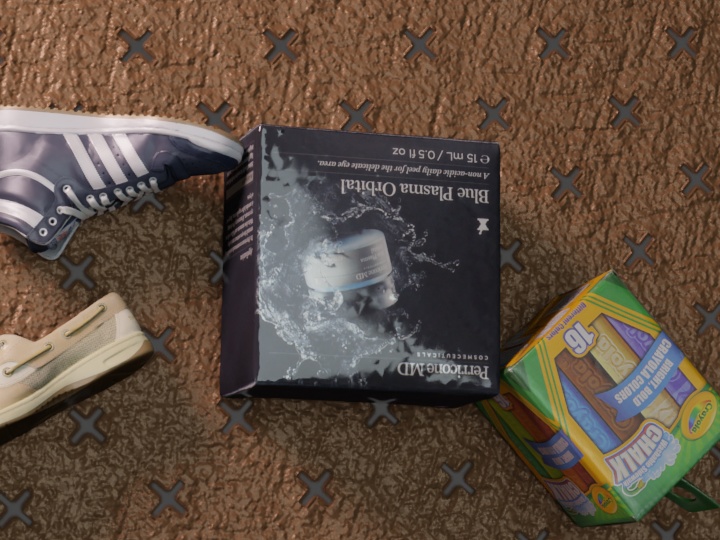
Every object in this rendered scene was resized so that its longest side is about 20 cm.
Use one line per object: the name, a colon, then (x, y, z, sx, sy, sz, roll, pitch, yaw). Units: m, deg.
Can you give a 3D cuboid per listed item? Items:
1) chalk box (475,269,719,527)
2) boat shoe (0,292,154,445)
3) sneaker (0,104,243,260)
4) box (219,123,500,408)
chalk box: (0.199, 0.121, 1.751, 0.124, 0.125, 0.200, -41, 93, -19)
boat shoe: (-0.252, 0.081, 1.652, 0.200, 0.072, 0.065, -28, 81, -21)
sneaker: (-0.191, -0.061, 1.676, 0.199, 0.070, 0.109, 5, 77, 4)
box: (0.000, 0.000, 1.715, 0.196, 0.117, 0.201, 3, 81, -16)
